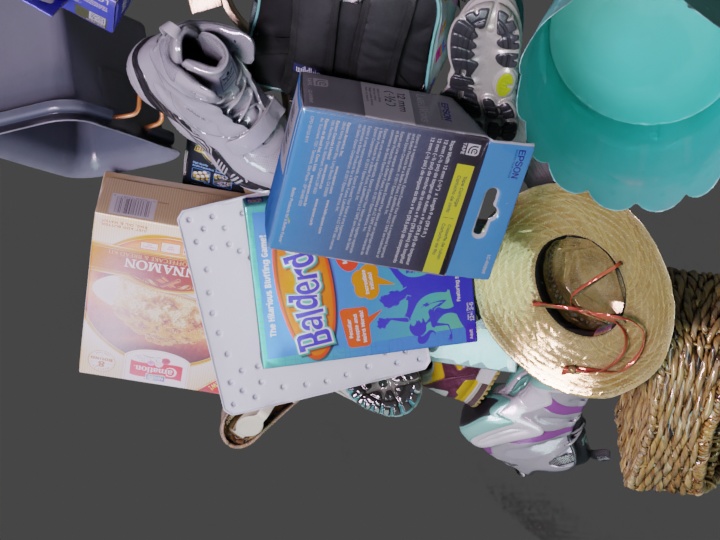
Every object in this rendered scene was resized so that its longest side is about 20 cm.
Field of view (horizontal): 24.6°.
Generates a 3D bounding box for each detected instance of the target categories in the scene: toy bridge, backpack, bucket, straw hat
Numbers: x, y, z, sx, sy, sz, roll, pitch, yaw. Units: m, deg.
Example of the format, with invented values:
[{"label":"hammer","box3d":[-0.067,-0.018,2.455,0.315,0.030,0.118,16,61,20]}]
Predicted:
[{"label":"toy bridge","box3d":[-0.101,-0.171,1.525,0.067,0.027,0.201,-13,101,11]},{"label":"backpack","box3d":[0.000,-0.240,1.393,0.175,0.154,0.200,19,152,6]},{"label":"bucket","box3d":[0.236,-0.169,1.388,0.206,0.135,0.208,8,125,11]},{"label":"straw hat","box3d":[0.205,0.009,1.489,0.200,0.085,0.202,10,111,27]}]

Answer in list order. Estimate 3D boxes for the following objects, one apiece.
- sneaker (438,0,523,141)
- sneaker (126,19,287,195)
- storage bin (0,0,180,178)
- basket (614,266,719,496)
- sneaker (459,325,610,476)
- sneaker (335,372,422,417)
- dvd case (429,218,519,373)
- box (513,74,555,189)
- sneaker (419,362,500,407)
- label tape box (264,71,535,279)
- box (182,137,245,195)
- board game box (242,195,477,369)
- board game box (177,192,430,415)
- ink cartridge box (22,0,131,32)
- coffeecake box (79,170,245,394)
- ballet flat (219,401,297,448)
[{"label":"sneaker","box3d":[0.110,-0.173,1.419,0.077,0.080,0.200,15,141,2]},{"label":"sneaker","box3d":[-0.107,-0.139,1.409,0.200,0.075,0.115,38,161,-9]},{"label":"storage bin","box3d":[-0.254,-0.173,1.492,0.145,0.200,0.135,-10,81,23]},{"label":"basket","box3d":[0.328,0.113,1.529,0.148,0.143,0.201,7,124,-2]},{"label":"sneaker","box3d":[0.211,0.143,1.649,0.140,0.078,0.200,41,129,-18]},{"label":"sneaker","box3d":[-0.028,0.089,1.648,0.200,0.086,0.078,31,87,12]},{"label":"dvd case","box3d":[0.057,0.015,1.557,0.199,0.022,0.147,8,109,13]},{"label":"box","box3d":[0.177,-0.086,1.521,0.041,0.039,0.200,-24,113,29]},{"label":"sneaker","box3d":[0.109,0.049,1.609,0.090,0.075,0.200,21,125,-4]},{"label":"label tape box","box3d":[0.030,-0.078,1.397,0.199,0.066,0.144,8,125,-13]},{"label":"box","box3d":[-0.077,-0.061,1.610,0.199,0.046,0.159,15,125,7]},{"label":"board game box","box3d":[0.000,0.000,1.490,0.199,0.045,0.153,-8,104,-5]},{"label":"board game box","box3d":[-0.051,0.017,1.525,0.199,0.026,0.201,-13,105,-4]},{"label":"ink cartridge box","box3d":[-0.234,-0.299,1.404,0.136,0.200,0.076,29,164,-3]},{"label":"coffeecake box","box3d":[-0.187,0.015,1.603,0.153,0.073,0.201,9,127,-5]},{"label":"ballet flat","box3d":[-0.084,0.123,1.721,0.068,0.067,0.200,34,125,-8]}]
